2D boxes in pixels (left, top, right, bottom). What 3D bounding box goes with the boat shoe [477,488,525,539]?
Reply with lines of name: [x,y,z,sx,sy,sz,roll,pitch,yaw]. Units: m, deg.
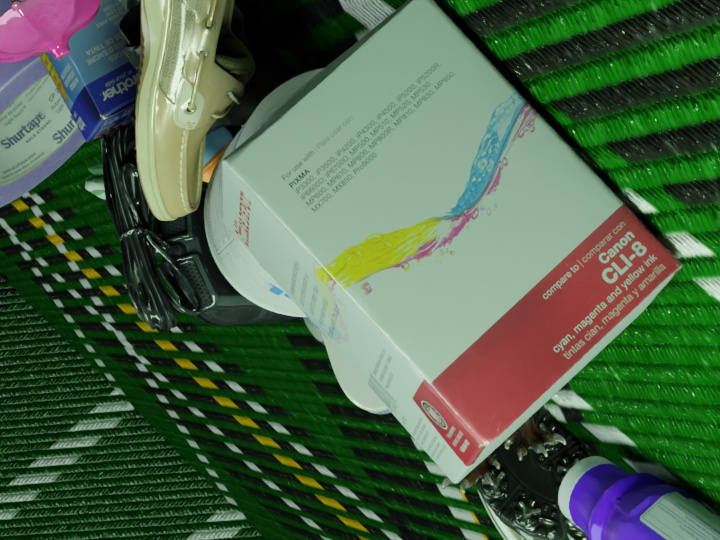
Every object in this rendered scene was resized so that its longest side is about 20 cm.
boat shoe: [0.151,0.198,1.944,0.200,0.075,0.062,45,164,-9]

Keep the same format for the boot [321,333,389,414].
boot: [0.000,0.000,1.790,0.090,0.072,0.201,11,-118,-68]

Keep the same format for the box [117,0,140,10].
box: [-0.182,-0.260,1.721,0.158,0.051,0.200,48,170,5]

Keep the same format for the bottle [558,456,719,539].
bottle: [0.198,0.177,1.697,0.200,0.065,0.084,35,162,53]

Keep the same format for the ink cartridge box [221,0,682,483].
ink cartridge box: [0.041,-0.016,1.430,0.200,0.145,0.145,47,170,6]

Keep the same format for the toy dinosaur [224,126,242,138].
toy dinosaur: [-0.087,-0.122,1.847,0.088,0.047,0.200,61,173,13]

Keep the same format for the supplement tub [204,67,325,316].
supplement tub: [-0.022,-0.043,1.631,0.132,0.132,0.200,49,170,-1]

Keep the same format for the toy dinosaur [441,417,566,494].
toy dinosaur: [0.063,0.050,1.752,0.200,0.105,0.182,-130,22,-67]

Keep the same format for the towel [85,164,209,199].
towel: [-0.086,-0.041,1.893,0.199,0.024,0.152,15,177,-14]

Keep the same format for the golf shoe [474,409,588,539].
golf shoe: [0.142,0.173,1.878,0.200,0.078,0.095,46,170,18]

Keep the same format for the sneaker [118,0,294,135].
sneaker: [-0.117,-0.133,1.729,0.104,0.060,0.199,42,142,-23]

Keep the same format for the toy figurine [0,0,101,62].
toy figurine: [-0.240,-0.216,1.720,0.184,0.150,0.201,28,130,26]

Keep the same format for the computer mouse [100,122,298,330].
computer mouse: [-0.098,-0.013,1.759,0.200,0.053,0.139,11,-119,-51]

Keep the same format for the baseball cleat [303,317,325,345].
baseball cleat: [0.026,0.067,2.037,0.106,0.070,0.200,47,-179,-31]

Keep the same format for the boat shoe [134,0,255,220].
boat shoe: [-0.097,-0.118,1.628,0.071,0.064,0.201,-76,-9,-59]

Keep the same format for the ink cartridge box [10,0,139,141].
ink cartridge box: [-0.186,-0.171,1.886,0.201,0.076,0.136,60,169,-1]

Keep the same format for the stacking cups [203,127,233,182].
stacking cups: [-0.120,-0.101,2.051,0.200,0.061,0.061,43,169,0]

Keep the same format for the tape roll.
tape roll: [-0.278,-0.142,2.123,0.085,0.200,0.200,45,169,14]
